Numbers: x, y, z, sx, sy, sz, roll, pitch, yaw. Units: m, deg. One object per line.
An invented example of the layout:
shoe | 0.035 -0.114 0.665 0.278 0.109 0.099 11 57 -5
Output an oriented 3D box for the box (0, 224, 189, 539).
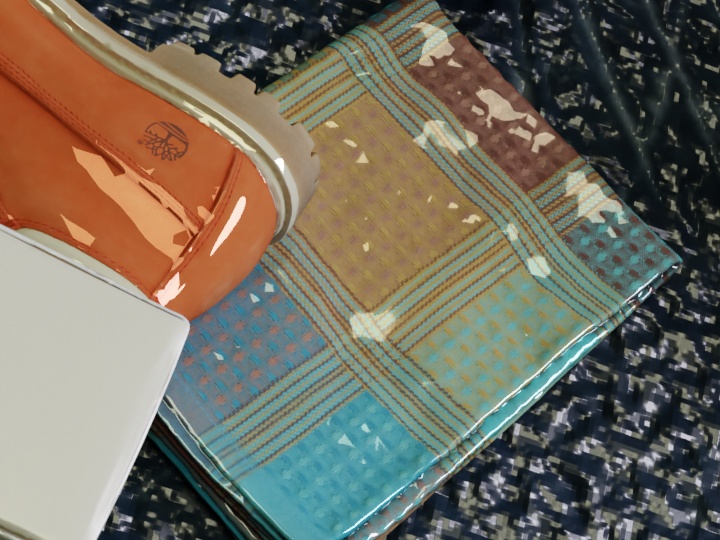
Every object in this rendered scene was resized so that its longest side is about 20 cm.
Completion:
box | -0.113 0.074 0.750 0.068 0.200 0.082 26 56 -5

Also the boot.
boot | -0.123 -0.042 0.876 0.199 0.075 0.107 27 55 11

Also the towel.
towel | 0.000 0.000 0.939 0.147 0.022 0.200 47 58 9
